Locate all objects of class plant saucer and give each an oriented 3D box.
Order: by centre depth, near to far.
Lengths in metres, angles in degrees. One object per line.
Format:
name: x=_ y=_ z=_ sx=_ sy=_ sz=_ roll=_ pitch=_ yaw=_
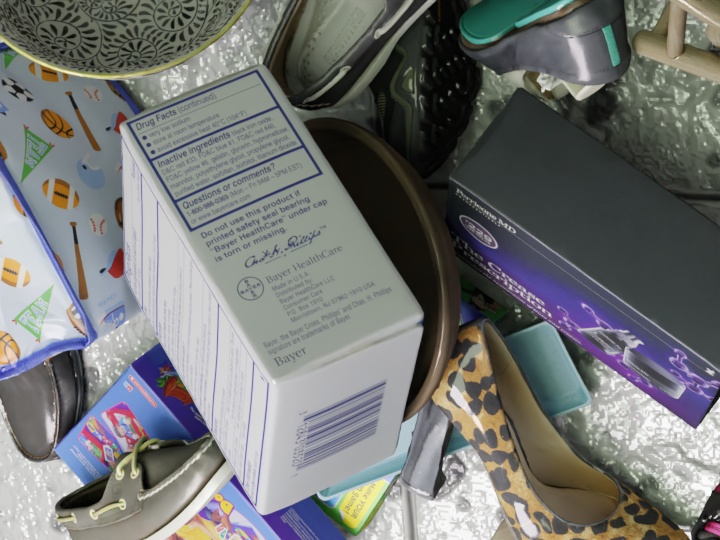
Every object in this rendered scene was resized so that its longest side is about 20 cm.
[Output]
plant saucer: x=0.000 y=0.000 z=1.581 sx=0.200 sy=0.029 sz=0.201 roll=24 pitch=121 yaw=48
plant saucer: x=0.048 y=0.089 z=1.637 sx=0.200 sy=0.019 sz=0.070 roll=-21 pitch=117 yaw=17

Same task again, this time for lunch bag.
lunch bag: x=-0.215 y=-0.052 z=1.660 sx=0.124 sy=0.170 sz=0.200 roll=-21 pitch=99 yaw=32

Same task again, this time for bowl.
bowl: x=-0.155 y=-0.196 z=1.604 sx=0.200 sy=0.094 sz=0.201 roll=0 pitch=69 yaw=1

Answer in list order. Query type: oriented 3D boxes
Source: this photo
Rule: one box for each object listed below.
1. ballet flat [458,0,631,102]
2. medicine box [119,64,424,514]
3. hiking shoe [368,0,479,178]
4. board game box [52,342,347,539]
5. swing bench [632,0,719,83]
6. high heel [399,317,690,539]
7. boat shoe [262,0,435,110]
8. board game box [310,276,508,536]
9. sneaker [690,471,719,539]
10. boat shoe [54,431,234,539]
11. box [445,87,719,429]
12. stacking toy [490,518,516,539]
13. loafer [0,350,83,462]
ballet flat: x=0.111 y=-0.131 z=1.479 sx=0.073 sy=0.200 sz=0.073 roll=-1 pitch=94 yaw=-15
medicine box: x=-0.059 y=0.013 z=1.510 sx=0.200 sy=0.103 sz=0.182 roll=59 pitch=161 yaw=24
hiking shoe: x=0.014 y=-0.157 z=1.578 sx=0.100 sy=0.076 sz=0.201 roll=2 pitch=99 yaw=34
board game box: x=-0.110 y=0.160 z=1.733 sx=0.200 sy=0.045 sz=0.134 roll=49 pitch=137 yaw=3
swing bench: x=0.280 y=-0.179 z=1.355 sx=0.200 sy=0.130 sz=0.199 roll=28 pitch=80 yaw=12
high heel: x=0.130 y=0.112 z=1.588 sx=0.199 sy=0.071 sz=0.143 roll=18 pitch=127 yaw=5
boat shoe: x=0.005 y=-0.179 z=1.499 sx=0.074 sy=0.060 sz=0.200 roll=46 pitch=117 yaw=16
board game box: x=-0.005 y=0.065 z=1.681 sx=0.134 sy=0.029 sz=0.200 roll=37 pitch=119 yaw=11
sneaker: x=0.251 y=0.145 z=1.555 sx=0.077 sy=0.084 sz=0.201 roll=15 pitch=113 yaw=20
boat shoe: x=-0.144 y=0.148 z=1.669 sx=0.060 sy=0.072 sz=0.202 roll=48 pitch=141 yaw=-4
box: x=0.151 y=-0.005 z=1.511 sx=0.200 sy=0.141 sz=0.079 roll=36 pitch=74 yaw=10
stacking toy: x=0.165 y=0.243 z=1.640 sx=0.200 sy=0.085 sz=0.086 roll=28 pitch=118 yaw=7
loafer: x=-0.249 y=0.047 z=1.765 sx=0.073 sy=0.072 sz=0.201 roll=-4 pitch=106 yaw=26
